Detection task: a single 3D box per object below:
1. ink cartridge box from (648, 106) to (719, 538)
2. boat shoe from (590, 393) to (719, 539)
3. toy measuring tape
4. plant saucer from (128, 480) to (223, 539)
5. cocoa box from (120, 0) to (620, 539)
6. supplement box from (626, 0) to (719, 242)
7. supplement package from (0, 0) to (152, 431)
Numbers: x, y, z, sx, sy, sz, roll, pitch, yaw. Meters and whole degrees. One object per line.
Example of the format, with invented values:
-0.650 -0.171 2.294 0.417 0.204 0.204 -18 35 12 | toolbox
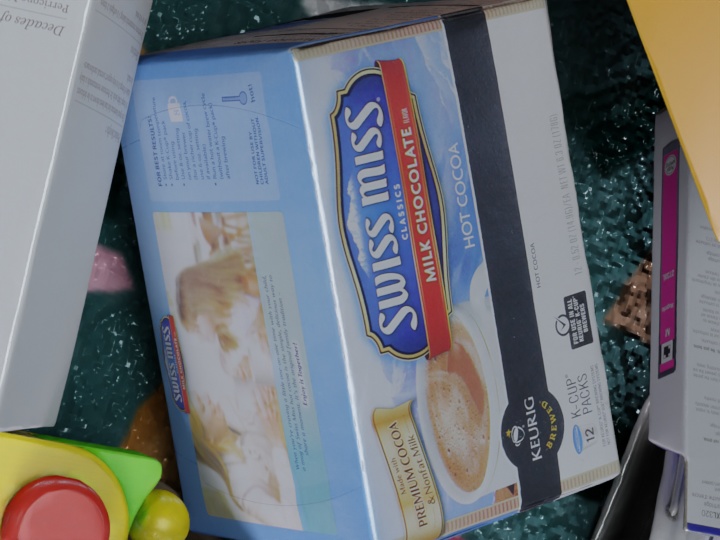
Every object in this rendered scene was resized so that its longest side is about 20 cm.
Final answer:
0.175 0.027 1.173 0.094 0.037 0.201 13 67 -25 | ink cartridge box
0.115 0.146 1.171 0.066 0.072 0.201 30 80 -20 | boat shoe
-0.159 0.091 1.016 0.199 0.074 0.074 12 89 -24 | toy measuring tape
-0.136 0.170 1.084 0.199 0.029 0.201 -2 95 -24 | plant saucer
0.000 0.000 1.062 0.131 0.133 0.201 -15 100 -37 | cocoa box
0.195 -0.150 1.096 0.198 0.132 0.200 68 27 -13 | supplement box
-0.156 -0.048 0.990 0.117 0.117 0.201 13 88 4 | supplement package
